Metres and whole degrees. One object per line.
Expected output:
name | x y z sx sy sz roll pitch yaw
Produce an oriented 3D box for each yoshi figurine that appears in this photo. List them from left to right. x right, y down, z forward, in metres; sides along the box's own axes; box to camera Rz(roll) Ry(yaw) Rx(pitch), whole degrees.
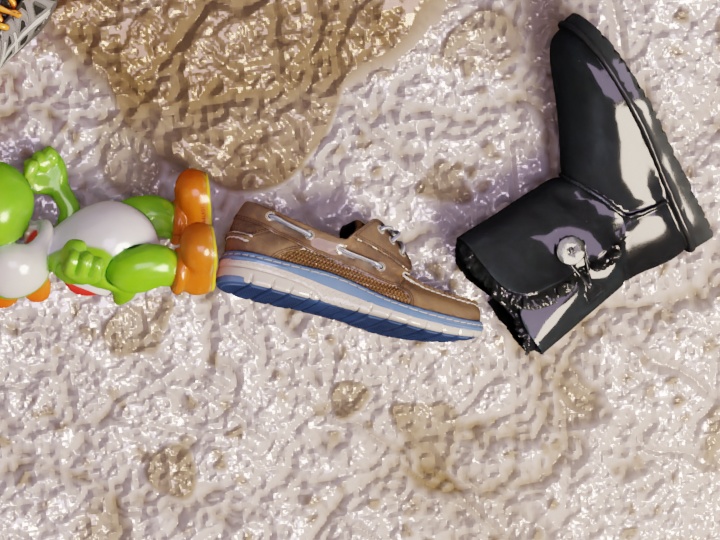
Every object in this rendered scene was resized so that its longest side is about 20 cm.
yoshi figurine | -0.201 -0.033 1.676 0.200 0.112 0.112 -4 86 -5

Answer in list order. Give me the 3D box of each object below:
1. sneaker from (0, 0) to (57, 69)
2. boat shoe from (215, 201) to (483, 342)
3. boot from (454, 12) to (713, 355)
sneaker | -0.263 -0.163 1.658 0.078 0.077 0.200 32 91 -9
boat shoe | 0.000 0.000 1.719 0.200 0.072 0.073 16 77 -22
boot | 0.137 -0.058 1.728 0.168 0.076 0.200 -32 107 -6
